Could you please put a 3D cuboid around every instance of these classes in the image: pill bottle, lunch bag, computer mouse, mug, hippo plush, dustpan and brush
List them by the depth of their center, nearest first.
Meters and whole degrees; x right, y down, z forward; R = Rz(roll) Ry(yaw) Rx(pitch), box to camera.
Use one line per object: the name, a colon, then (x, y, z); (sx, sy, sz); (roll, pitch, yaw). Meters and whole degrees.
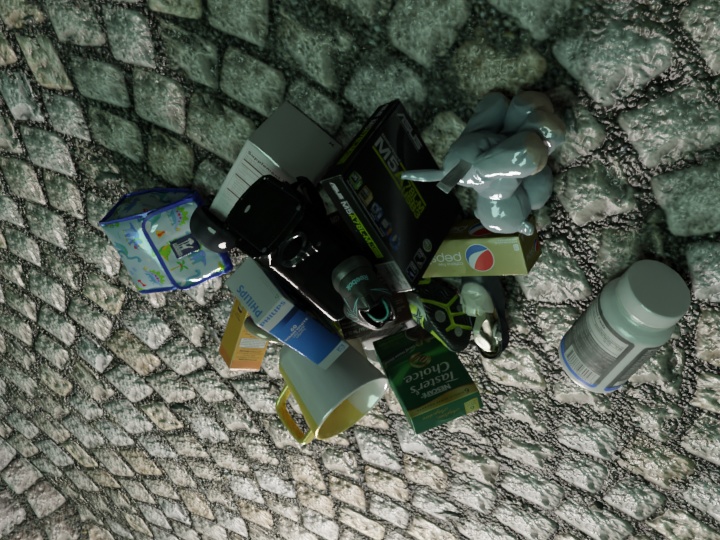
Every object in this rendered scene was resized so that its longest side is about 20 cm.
hippo plush: (0.196, -0.116, 1.176); (0.159, 0.200, 0.161); (23, 153, 49)
pill bottle: (0.374, 0.080, 1.292); (0.113, 0.114, 0.200); (31, 141, 5)
mug: (-0.071, 0.184, 1.496); (0.153, 0.186, 0.149); (49, 177, 22)
computer mouse: (-0.236, -0.065, 1.525); (0.138, 0.200, 0.053); (41, 99, 0)
dustpan and brush: (0.016, 0.131, 1.639); (0.199, 0.057, 0.140); (-19, 117, 45)
lunch bag: (-0.348, -0.058, 1.669); (0.199, 0.128, 0.171); (-7, 124, 24)

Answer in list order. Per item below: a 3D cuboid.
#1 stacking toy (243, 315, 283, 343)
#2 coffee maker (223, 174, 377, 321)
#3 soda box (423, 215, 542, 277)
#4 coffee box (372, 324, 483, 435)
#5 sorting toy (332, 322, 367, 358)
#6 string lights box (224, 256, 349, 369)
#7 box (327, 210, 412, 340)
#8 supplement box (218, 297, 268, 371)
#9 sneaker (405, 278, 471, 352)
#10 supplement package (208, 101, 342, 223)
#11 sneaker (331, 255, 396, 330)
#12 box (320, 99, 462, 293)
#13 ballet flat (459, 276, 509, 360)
stacking toy: (-0.127, 0.016, 1.516); (0.085, 0.085, 0.201); (22, 102, 15)
coffee maker: (-0.076, -0.015, 1.296); (0.134, 0.193, 0.200); (-35, 135, 14)
soda box: (0.161, -0.034, 1.351); (0.199, 0.068, 0.064); (-3, 119, 34)
coffee box: (0.107, 0.169, 1.486); (0.122, 0.200, 0.044); (-20, 127, -5)
sorting toy: (-0.061, 0.129, 1.619); (0.200, 0.107, 0.181); (-33, 87, 49)
string lights box: (-0.108, 0.068, 1.369); (0.103, 0.059, 0.200); (47, -177, 37)
box: (0.000, 0.000, 1.441); (0.100, 0.075, 0.201); (-21, 85, 44)
supplement box: (-0.187, 0.076, 1.601); (0.067, 0.068, 0.201); (47, 124, 51)
sneaker: (0.105, 0.053, 1.496); (0.200, 0.075, 0.076); (50, 149, 3)
supplement package: (-0.136, -0.143, 1.426); (0.117, 0.117, 0.200); (39, 140, -2)
sneaker: (0.014, 0.053, 1.270); (0.079, 0.075, 0.200); (55, -178, 27)
box: (0.050, -0.104, 1.274); (0.047, 0.193, 0.200); (-10, 122, 42)
ballet flat: (0.195, 0.064, 1.439); (0.073, 0.073, 0.201); (6, 133, 30)
